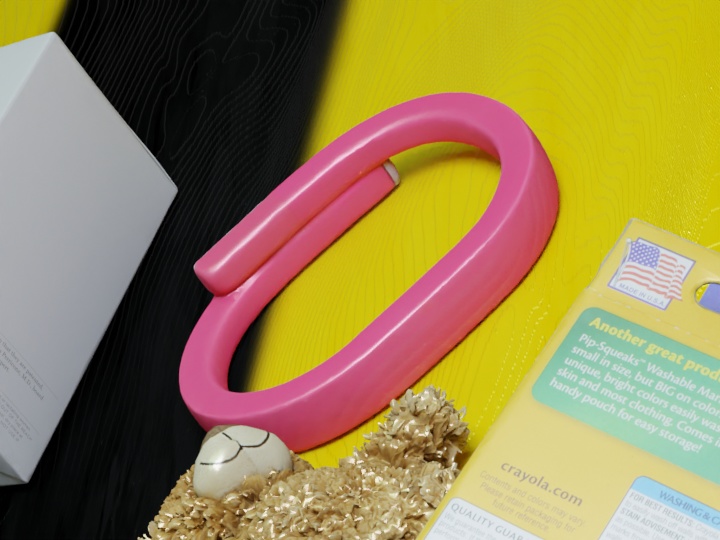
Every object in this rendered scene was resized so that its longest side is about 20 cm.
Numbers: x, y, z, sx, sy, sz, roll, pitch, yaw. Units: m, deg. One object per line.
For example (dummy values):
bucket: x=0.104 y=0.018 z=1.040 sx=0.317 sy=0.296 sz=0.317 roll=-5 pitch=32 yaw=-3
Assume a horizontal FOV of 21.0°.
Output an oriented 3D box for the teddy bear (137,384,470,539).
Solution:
teddy bear: x=-0.005 y=0.101 z=0.726 sx=0.145 sy=0.067 sz=0.200 roll=-40 pitch=35 yaw=-9

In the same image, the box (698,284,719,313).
box: x=0.225 y=-0.002 z=0.666 sx=0.199 sy=0.048 sz=0.118 roll=7 pitch=53 yaw=44

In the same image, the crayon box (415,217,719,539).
crayon box: x=0.095 y=0.091 z=0.626 sx=0.125 sy=0.052 sz=0.200 roll=24 pitch=64 yaw=26

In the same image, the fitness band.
fitness band: x=0.000 y=0.000 z=0.876 sx=0.200 sy=0.037 sz=0.144 roll=-43 pitch=37 yaw=-8

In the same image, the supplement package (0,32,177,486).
supplement package: x=-0.200 y=-0.002 z=0.976 sx=0.121 sy=0.120 sz=0.201 roll=-10 pitch=42 yaw=35
